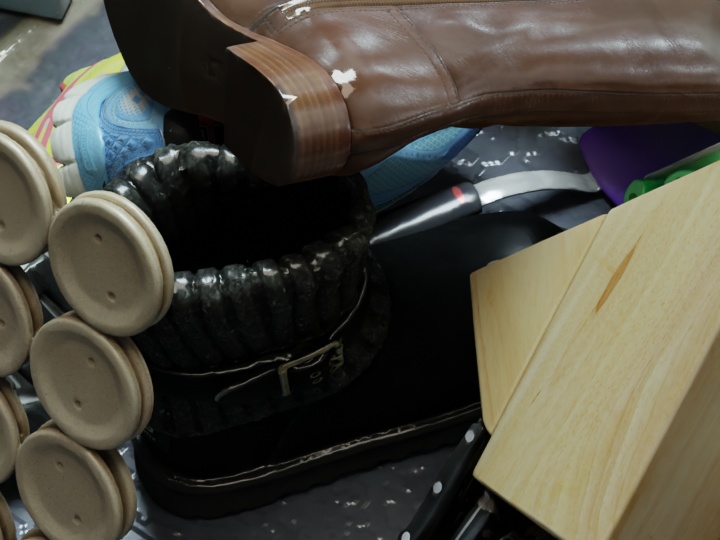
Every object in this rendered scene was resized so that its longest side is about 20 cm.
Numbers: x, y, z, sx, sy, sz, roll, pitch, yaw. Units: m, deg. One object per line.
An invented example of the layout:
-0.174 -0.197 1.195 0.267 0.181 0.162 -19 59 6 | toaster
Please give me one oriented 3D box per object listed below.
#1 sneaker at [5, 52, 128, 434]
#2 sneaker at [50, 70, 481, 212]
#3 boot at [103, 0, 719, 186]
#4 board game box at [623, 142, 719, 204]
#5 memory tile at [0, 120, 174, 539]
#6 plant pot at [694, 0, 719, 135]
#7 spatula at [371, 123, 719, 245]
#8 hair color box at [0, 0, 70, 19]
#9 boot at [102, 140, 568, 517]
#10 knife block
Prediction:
-0.120 -0.005 1.115 0.090 0.078 0.200 1 53 43 | sneaker
-0.017 -0.053 1.082 0.200 0.079 0.090 -16 5 -39 | sneaker
0.022 -0.097 1.021 0.199 0.064 0.186 -13 42 -27 | boot
0.197 0.028 0.972 0.026 0.200 0.201 -1 71 -51 | board game box
-0.134 0.032 1.001 0.153 0.201 0.017 31 39 25 | memory tile
0.187 -0.111 1.080 0.186 0.187 0.200 -27 49 -19 | plant pot
0.062 -0.032 1.154 0.199 0.021 0.057 -18 47 -11 | spatula
-0.148 -0.214 1.191 0.060 0.200 0.099 12 52 11 | hair color box
0.001 0.002 1.041 0.211 0.158 0.079 -26 55 -18 | boot
0.100 0.070 0.967 0.200 0.064 0.176 -25 60 36 | knife block
